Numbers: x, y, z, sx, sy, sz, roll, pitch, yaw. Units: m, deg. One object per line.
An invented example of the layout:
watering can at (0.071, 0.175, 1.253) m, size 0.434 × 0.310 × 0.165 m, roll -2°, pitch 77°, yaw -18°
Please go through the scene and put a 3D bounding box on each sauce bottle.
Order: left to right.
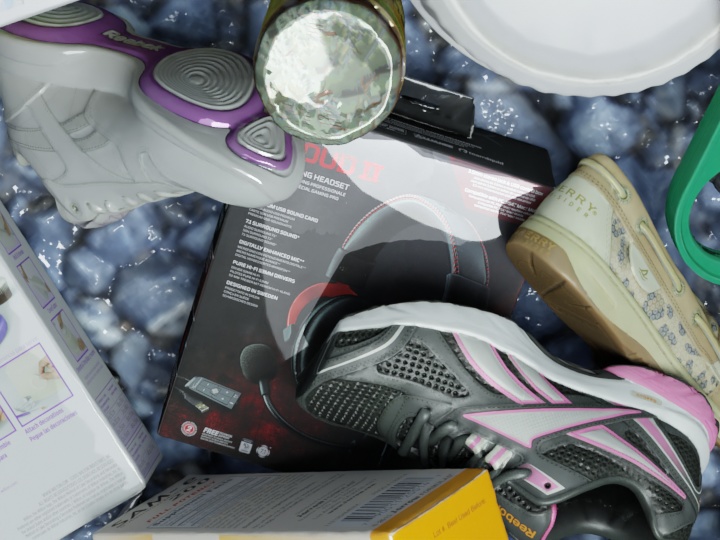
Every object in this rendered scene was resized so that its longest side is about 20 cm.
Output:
sauce bottle at (-0.012, -0.107, 0.950) m, size 0.064 × 0.200 × 0.065 m, roll 0°, pitch 107°, yaw -1°

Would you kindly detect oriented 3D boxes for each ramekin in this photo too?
ramekin at (0.105, -0.171, 0.983) m, size 0.201 × 0.094 × 0.204 m, roll 0°, pitch 109°, yaw 0°

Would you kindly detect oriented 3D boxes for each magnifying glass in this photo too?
magnifying glass at (0.175, -0.074, 0.971) m, size 0.079 × 0.022 × 0.201 m, roll -11°, pitch 131°, yaw -3°

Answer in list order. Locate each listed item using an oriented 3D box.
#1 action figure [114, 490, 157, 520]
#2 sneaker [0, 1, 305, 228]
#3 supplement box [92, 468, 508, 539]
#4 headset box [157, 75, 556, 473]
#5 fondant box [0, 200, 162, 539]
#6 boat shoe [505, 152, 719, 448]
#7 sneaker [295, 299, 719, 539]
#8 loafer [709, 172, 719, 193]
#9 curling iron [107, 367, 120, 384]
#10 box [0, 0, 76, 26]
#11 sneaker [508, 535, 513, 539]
action figure at (-0.078, 0.195, 1.123) m, size 0.199 × 0.069 × 0.131 m, roll 25°, pitch 112°, yaw -4°
sneaker at (-0.096, -0.059, 1.001) m, size 0.075 × 0.199 × 0.100 m, roll -19°, pitch 123°, yaw -39°
supplement box at (-0.019, 0.162, 0.989) m, size 0.199 × 0.073 × 0.127 m, roll -7°, pitch 105°, yaw 44°
headset box at (0.000, 0.000, 1.051) m, size 0.148 × 0.075 × 0.201 m, roll 18°, pitch 108°, yaw -5°
fondant box at (-0.212, 0.052, 1.069) m, size 0.144 × 0.058 × 0.201 m, roll -31°, pitch 98°, yaw 10°
boat shoe at (0.144, 0.023, 1.034) m, size 0.063 × 0.073 × 0.200 m, roll -53°, pitch 136°, yaw -8°
sneaker at (0.068, 0.078, 0.977) m, size 0.199 × 0.087 × 0.081 m, roll 12°, pitch 141°, yaw -4°
loafer at (0.254, -0.092, 1.017) m, size 0.200 × 0.068 × 0.071 m, roll -39°, pitch 87°, yaw 9°
curling iron at (-0.183, 0.133, 1.124) m, size 0.049 × 0.026 × 0.200 m, roll 33°, pitch 106°, yaw -13°
box at (-0.151, -0.178, 0.981) m, size 0.199 × 0.101 × 0.113 m, roll -17°, pitch 107°, yaw 7°
sneaker at (0.054, 0.229, 1.124) m, size 0.070 × 0.078 × 0.201 m, roll 22°, pitch 108°, yaw -7°
